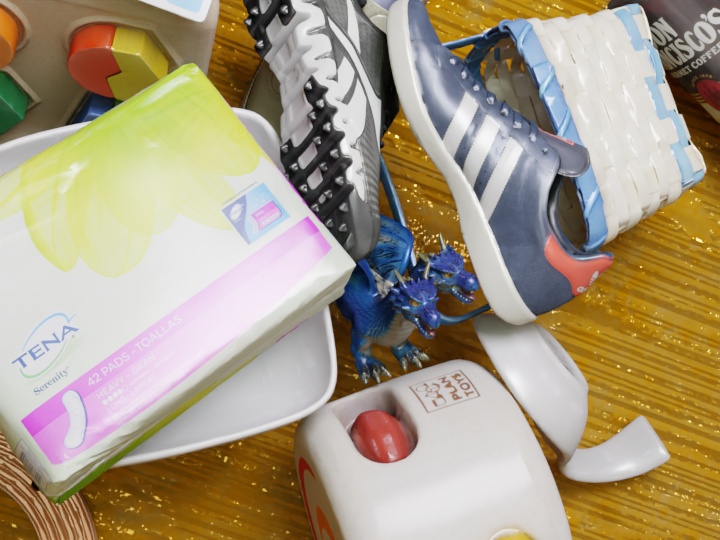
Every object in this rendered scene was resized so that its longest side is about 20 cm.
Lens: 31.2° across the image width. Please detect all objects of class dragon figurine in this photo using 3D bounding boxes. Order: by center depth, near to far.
[{"bbox_3d":[0.000,0.000,0.793,0.058,0.200,0.100,-14,125,-30],"label":"dragon figurine"}]

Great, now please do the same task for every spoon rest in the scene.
[{"bbox_3d":[0.129,0.092,0.828,0.061,0.100,0.200,-41,135,13],"label":"spoon rest"}]

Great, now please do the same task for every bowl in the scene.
[{"bbox_3d":[-0.126,0.014,0.756,0.197,0.075,0.202,-11,76,-16],"label":"bowl"}]

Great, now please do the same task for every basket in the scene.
[{"bbox_3d":[0.106,-0.074,0.836,0.198,0.139,0.178,-17,85,-16],"label":"basket"}]

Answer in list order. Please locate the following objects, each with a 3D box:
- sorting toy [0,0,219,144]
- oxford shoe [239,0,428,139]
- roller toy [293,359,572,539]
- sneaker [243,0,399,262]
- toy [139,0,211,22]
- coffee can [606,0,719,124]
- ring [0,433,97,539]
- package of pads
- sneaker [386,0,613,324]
[{"bbox_3d":[-0.185,-0.116,0.763,0.183,0.200,0.037,11,60,-9],"label":"sorting toy"},{"bbox_3d":[-0.014,-0.156,0.854,0.071,0.074,0.201,36,80,-6],"label":"oxford shoe"},{"bbox_3d":[0.048,0.153,0.784,0.138,0.200,0.184,-18,72,-11],"label":"roller toy"},{"bbox_3d":[-0.006,-0.099,0.763,0.090,0.066,0.202,0,63,-34],"label":"sneaker"},{"bbox_3d":[-0.156,-0.218,0.657,0.198,0.047,0.116,20,90,-2],"label":"toy"},{"bbox_3d":[0.288,-0.160,0.873,0.200,0.146,0.147,44,80,-4],"label":"coffee can"},{"bbox_3d":[-0.264,0.192,0.811,0.198,0.019,0.203,1,85,-9],"label":"ring"},{"bbox_3d":[-0.126,0.000,0.683,0.199,0.068,0.155,-36,81,-19],"label":"package of pads"},{"bbox_3d":[0.084,-0.074,0.746,0.084,0.075,0.202,-24,92,17],"label":"sneaker"}]
